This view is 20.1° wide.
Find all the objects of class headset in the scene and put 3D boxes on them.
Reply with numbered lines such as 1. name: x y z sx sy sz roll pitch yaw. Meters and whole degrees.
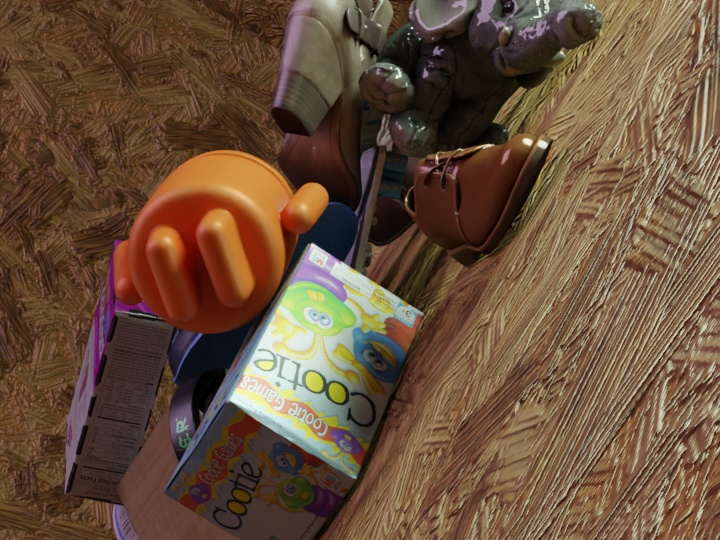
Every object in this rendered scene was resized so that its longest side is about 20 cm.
1. headset: -0.090 0.141 1.566 0.094 0.124 0.200 -29 -13 25

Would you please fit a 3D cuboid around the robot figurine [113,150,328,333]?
1. robot figurine: -0.108 -0.024 1.502 0.144 0.116 0.200 -56 4 16

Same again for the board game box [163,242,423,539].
1. board game box: -0.043 0.092 1.427 0.105 0.103 0.200 -55 5 35

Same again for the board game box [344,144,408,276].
1. board game box: 0.000 0.000 1.678 0.200 0.026 0.201 -161 82 -85

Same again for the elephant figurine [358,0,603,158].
1. elephant figurine: 0.104 -0.179 1.552 0.200 0.155 0.141 -48 -18 31

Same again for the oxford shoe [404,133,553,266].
1. oxford shoe: 0.071 -0.054 1.346 0.071 0.071 0.200 -59 6 -19

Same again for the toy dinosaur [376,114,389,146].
1. toy dinosaur: 0.067 -0.182 1.838 0.200 0.048 0.088 -36 -24 30

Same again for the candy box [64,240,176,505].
1. candy box: -0.219 0.093 1.856 0.136 0.061 0.200 -102 28 -60

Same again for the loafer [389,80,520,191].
1. loafer: 0.077 -0.136 1.708 0.067 0.076 0.200 -32 -19 -51

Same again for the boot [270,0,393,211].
1. boot: -0.014 -0.147 1.615 0.200 0.070 0.146 69 -139 -60

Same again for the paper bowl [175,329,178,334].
1. paper bowl: -0.097 0.026 1.889 0.201 0.104 0.201 -35 -41 -38

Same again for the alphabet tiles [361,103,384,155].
1. alphabet tiles: 0.050 -0.158 1.950 0.167 0.008 0.200 -11 -25 -31

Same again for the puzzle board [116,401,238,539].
1. puzzle board: -0.146 0.208 1.732 0.017 0.151 0.200 -16 -22 -31

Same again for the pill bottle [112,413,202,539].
1. pill bottle: -0.147 0.192 1.850 0.200 0.114 0.114 -53 8 52

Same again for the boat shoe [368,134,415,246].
1. boat shoe: 0.047 -0.090 1.831 0.200 0.076 0.072 -58 7 40

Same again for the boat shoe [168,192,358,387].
1. boat shoe: -0.090 0.007 1.630 0.200 0.084 0.069 -42 33 4
